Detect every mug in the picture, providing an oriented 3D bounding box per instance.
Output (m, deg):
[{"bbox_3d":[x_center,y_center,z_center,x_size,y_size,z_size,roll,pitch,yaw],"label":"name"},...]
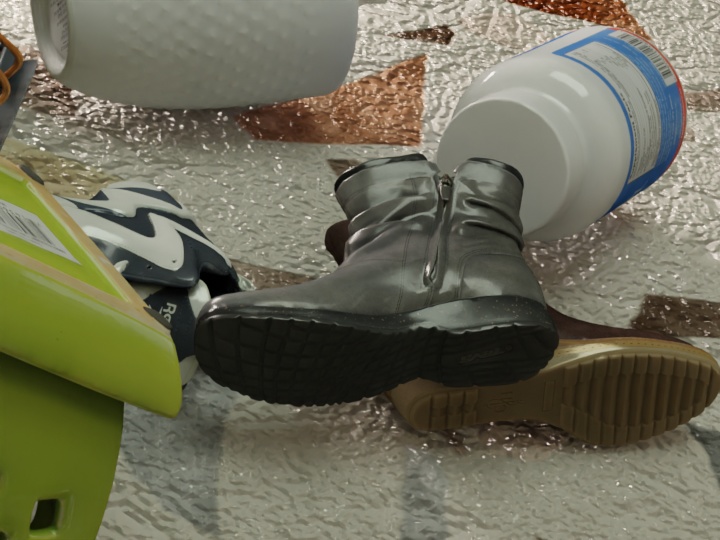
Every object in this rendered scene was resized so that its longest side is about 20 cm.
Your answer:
[{"bbox_3d":[-0.119,-0.174,1.592,0.175,0.148,0.200,-9,9,-22],"label":"mug"}]

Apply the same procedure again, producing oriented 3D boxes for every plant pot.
[{"bbox_3d":[-0.208,0.040,1.106,0.200,0.182,0.199,29,12,-49],"label":"plant pot"}]

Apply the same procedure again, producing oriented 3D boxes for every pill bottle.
[{"bbox_3d":[0.118,-0.080,1.526,0.112,0.112,0.200,26,23,17],"label":"pill bottle"}]

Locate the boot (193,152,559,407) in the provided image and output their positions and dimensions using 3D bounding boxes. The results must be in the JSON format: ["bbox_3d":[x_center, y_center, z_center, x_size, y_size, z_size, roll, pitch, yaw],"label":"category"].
[{"bbox_3d":[0.000,0.000,1.343,0.199,0.070,0.132,1,49,-19],"label":"boot"}]

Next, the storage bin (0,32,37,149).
[{"bbox_3d":[-0.263,-0.095,1.327,0.134,0.145,0.200,45,20,-18],"label":"storage bin"}]

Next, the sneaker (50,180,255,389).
[{"bbox_3d":[-0.141,0.016,1.330,0.199,0.080,0.129,-7,29,-46],"label":"sneaker"}]

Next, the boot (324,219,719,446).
[{"bbox_3d":[0.090,0.022,1.425,0.199,0.072,0.167,0,38,-17],"label":"boot"}]
